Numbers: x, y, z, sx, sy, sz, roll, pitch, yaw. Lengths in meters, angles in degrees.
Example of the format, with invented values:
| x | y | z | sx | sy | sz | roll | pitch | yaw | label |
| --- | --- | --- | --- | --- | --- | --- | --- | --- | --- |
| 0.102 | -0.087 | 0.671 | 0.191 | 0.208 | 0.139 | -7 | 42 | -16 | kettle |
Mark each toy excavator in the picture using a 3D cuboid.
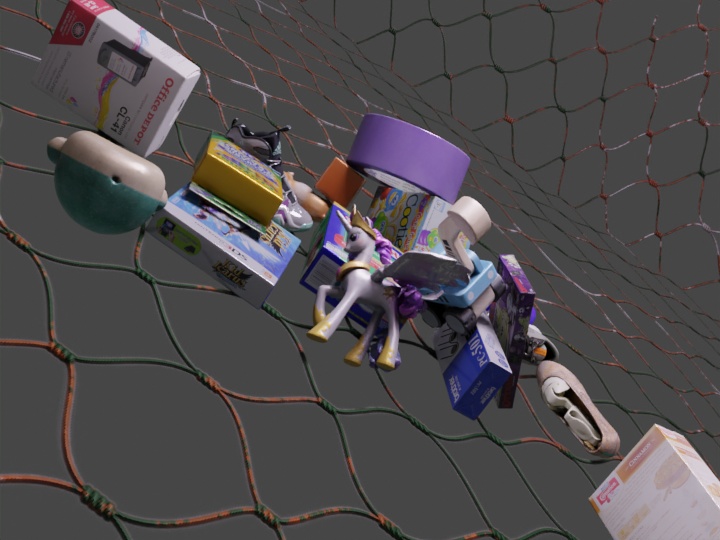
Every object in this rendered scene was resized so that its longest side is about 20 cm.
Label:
| x | y | z | sx | sy | sz | roll | pitch | yaw | label |
| --- | --- | --- | --- | --- | --- | --- | --- | --- | --- |
| 0.135 | -0.013 | 1.348 | 0.193 | 0.100 | 0.202 | 9 | -44 | 55 | toy excavator |

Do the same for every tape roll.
| x | y | z | sx | sy | sz | roll | pitch | yaw | label |
| --- | --- | --- | --- | --- | --- | --- | --- | --- | --- |
| 0.080 | -0.183 | 1.578 | 0.197 | 0.086 | 0.200 | 24 | -2 | 1 | tape roll |

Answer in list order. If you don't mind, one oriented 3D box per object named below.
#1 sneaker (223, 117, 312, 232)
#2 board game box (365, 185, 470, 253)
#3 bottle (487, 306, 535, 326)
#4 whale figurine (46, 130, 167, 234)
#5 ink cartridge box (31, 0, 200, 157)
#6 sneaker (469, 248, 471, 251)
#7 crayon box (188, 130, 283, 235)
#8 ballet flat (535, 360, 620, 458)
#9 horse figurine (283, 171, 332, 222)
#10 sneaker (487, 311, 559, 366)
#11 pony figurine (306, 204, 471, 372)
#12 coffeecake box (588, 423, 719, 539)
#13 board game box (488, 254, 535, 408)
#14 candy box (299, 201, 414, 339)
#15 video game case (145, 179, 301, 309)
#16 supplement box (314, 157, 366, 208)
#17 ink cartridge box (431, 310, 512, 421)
| x | y | z | sx | sy | sz | roll | pitch | yaw | label |
| --- | --- | --- | --- | --- | --- | --- | --- | --- | --- |
| -0.136 | -0.161 | 1.477 | 0.198 | 0.141 | 0.078 | 33 | 19 | -6 | sneaker |
| 0.096 | -0.071 | 1.610 | 0.102 | 0.107 | 0.199 | 24 | -2 | -29 | board game box |
| 0.217 | 0.054 | 1.672 | 0.198 | 0.084 | 0.066 | 29 | 21 | -22 | bottle |
| -0.315 | -0.102 | 1.148 | 0.157 | 0.105 | 0.199 | 26 | -3 | -23 | whale figurine |
| -0.357 | -0.285 | 1.376 | 0.198 | 0.149 | 0.086 | 33 | 20 | -5 | ink cartridge box |
| 0.200 | -0.006 | 1.814 | 0.105 | 0.075 | 0.201 | 36 | 28 | -13 | sneaker |
| -0.175 | -0.129 | 1.342 | 0.124 | 0.052 | 0.200 | 32 | 13 | -16 | crayon box |
| 0.345 | 0.223 | 1.537 | 0.066 | 0.069 | 0.200 | 2 | 36 | -45 | ballet flat |
| -0.094 | -0.119 | 1.592 | 0.199 | 0.050 | 0.132 | 39 | 12 | 15 | horse figurine |
| 0.270 | 0.119 | 1.604 | 0.198 | 0.075 | 0.079 | 18 | 8 | -42 | sneaker |
| 0.030 | 0.029 | 1.252 | 0.190 | 0.203 | 0.167 | 22 | -23 | -10 | pony figurine |
| 0.422 | 0.338 | 1.269 | 0.072 | 0.155 | 0.201 | 23 | 23 | -31 | coffeecake box |
| 0.223 | 0.094 | 1.437 | 0.032 | 0.204 | 0.121 | 3 | 27 | -6 | board game box |
| 0.000 | 0.000 | 1.437 | 0.168 | 0.077 | 0.201 | 35 | 19 | -11 | candy box |
| -0.181 | -0.047 | 1.291 | 0.180 | 0.046 | 0.200 | 36 | 19 | -5 | video game case |
| -0.033 | -0.151 | 1.639 | 0.066 | 0.069 | 0.200 | 36 | 2 | -2 | supplement box |
| 0.163 | 0.125 | 1.404 | 0.044 | 0.095 | 0.201 | 28 | 21 | -19 | ink cartridge box |
